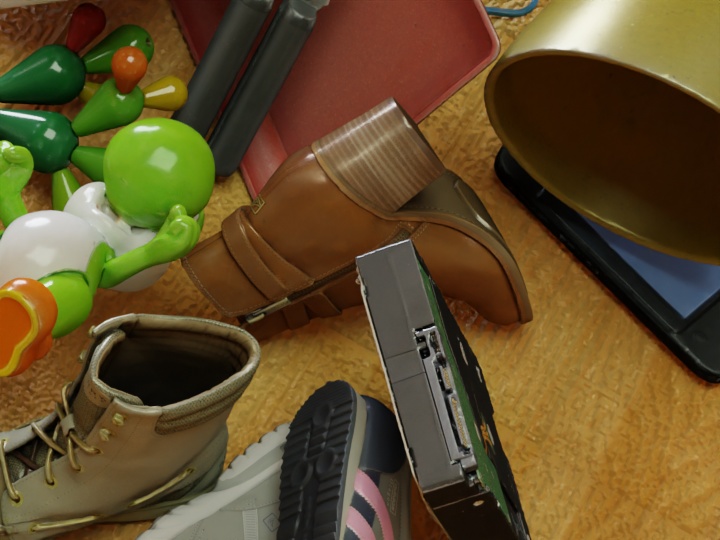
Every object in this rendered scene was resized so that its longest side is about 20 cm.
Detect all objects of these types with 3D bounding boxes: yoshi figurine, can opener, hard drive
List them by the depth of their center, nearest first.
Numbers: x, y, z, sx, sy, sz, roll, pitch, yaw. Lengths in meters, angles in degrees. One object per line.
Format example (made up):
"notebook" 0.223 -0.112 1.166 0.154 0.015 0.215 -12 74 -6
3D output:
"yoshi figurine" -0.144 -0.026 1.462 0.200 0.112 0.113 -33 103 -53
"hard drive" 0.049 0.084 1.495 0.038 0.200 0.140 -18 66 5
"can opener" -0.053 -0.153 1.620 0.053 0.200 0.067 23 23 -16

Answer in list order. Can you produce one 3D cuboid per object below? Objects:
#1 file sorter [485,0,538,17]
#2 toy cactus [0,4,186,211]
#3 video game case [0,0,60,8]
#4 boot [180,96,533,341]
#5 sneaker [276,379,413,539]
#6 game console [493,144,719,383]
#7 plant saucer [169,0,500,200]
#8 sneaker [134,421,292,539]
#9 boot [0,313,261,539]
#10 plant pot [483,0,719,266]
"file sorter" 0.080 -0.263 1.694 0.122 0.200 0.139 6 60 -15
"toy cactus" -0.200 -0.083 1.583 0.165 0.102 0.200 24 67 11
"video game case" -0.128 -0.213 1.626 0.182 0.200 0.024 -42 115 -30
"boot" 0.000 0.000 1.589 0.155 0.200 0.074 -36 41 7
"sneaker" -0.005 0.161 1.460 0.082 0.070 0.201 32 58 -33
"game console" 0.212 -0.066 1.663 0.172 0.119 0.200 -38 75 -29
"plant saucer" -0.013 -0.152 1.630 0.037 0.199 0.200 4 55 -50
"sneaker" -0.074 0.164 1.486 0.082 0.075 0.200 41 59 12
"boot" -0.156 0.088 1.460 0.199 0.155 0.072 -11 65 -20
"plant pot" 0.189 -0.118 1.582 0.200 0.200 0.142 28 68 2
